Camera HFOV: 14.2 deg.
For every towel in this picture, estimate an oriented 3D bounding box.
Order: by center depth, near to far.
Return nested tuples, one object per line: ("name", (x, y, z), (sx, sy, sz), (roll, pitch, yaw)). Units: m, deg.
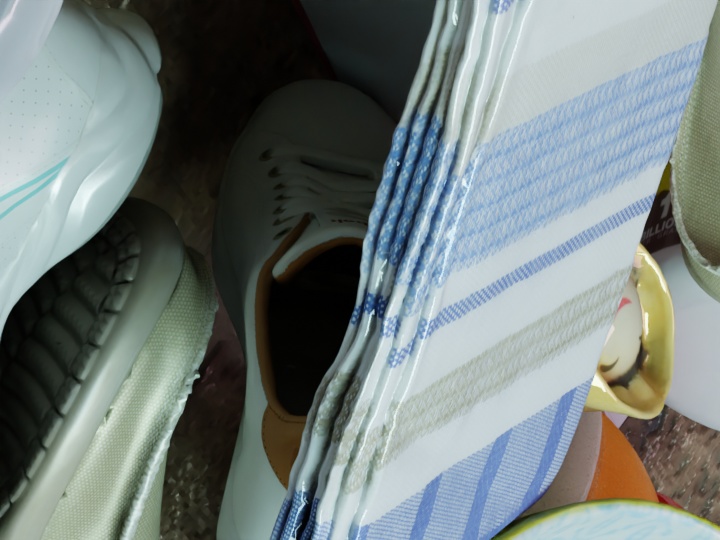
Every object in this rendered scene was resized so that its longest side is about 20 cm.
("towel", (0.037, -0.010, 0.705), (0.147, 0.024, 0.200), (-27, 139, -56))

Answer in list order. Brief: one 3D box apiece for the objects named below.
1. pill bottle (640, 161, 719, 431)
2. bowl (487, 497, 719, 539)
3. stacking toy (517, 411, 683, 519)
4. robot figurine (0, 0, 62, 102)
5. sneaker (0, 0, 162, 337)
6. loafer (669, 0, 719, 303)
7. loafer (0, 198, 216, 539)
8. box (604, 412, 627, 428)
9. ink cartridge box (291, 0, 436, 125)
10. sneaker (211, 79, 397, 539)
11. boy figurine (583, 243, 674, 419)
("pill bottle", (0.158, -0.047, 1.007), (0.109, 0.109, 0.200), (67, 34, -50))
("bowl", (0.043, 0.168, 0.825), (0.200, 0.108, 0.201), (8, 78, -38))
("stacking toy", (0.096, 0.137, 0.961), (0.200, 0.146, 0.146), (33, 85, -14))
("robot figurine", (-0.137, -0.086, 0.620), (0.169, 0.113, 0.200), (-27, 155, 23))
("sneaker", (-0.130, 0.011, 0.759), (0.080, 0.070, 0.201), (21, 96, -38))
("loafer", (0.137, -0.084, 0.879), (0.068, 0.076, 0.200), (7, 101, -58))
("loafer", (-0.086, 0.071, 0.819), (0.068, 0.076, 0.200), (13, 113, -34))
("box", (0.058, -0.004, 1.013), (0.110, 0.035, 0.200), (-52, 146, -13))
("ink cartridge box", (0.067, -0.141, 0.879), (0.200, 0.083, 0.145), (-51, 146, -16))
("sneaker", (0.000, 0.000, 0.814), (0.073, 0.200, 0.085), (9, 132, -11))
("boy figurine", (0.058, -0.036, 0.803), (0.124, 0.064, 0.200), (-50, 147, -49))
